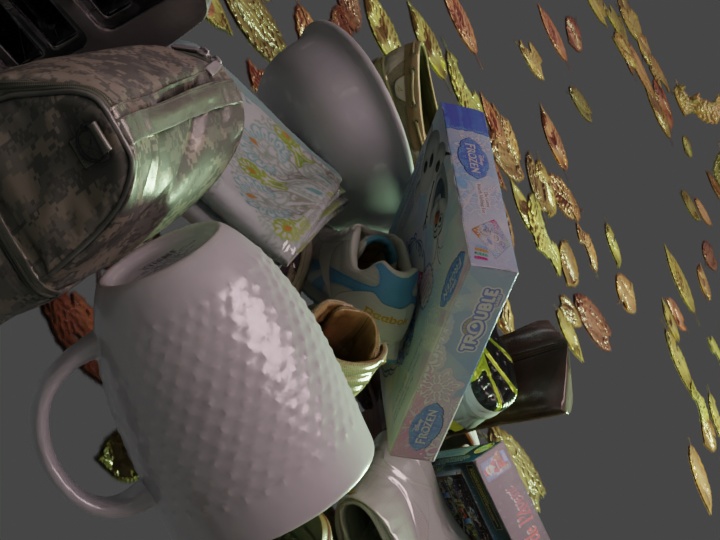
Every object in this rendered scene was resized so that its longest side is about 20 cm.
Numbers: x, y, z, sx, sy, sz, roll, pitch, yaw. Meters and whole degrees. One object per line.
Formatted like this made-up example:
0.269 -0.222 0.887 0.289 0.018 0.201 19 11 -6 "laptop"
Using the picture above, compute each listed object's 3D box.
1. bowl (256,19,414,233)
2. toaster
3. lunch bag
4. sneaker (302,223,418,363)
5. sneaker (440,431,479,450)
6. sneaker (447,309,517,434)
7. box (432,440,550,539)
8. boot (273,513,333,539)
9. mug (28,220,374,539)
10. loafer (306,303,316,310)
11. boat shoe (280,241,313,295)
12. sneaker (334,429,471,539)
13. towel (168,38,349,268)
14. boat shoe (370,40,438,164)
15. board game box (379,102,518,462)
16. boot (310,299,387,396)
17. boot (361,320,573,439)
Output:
-0.039 -0.105 1.514 0.202 0.090 0.202 54 -22 33 "bowl"
-0.201 -0.226 1.213 0.200 0.180 0.119 50 30 -31 "toaster"
-0.176 -0.071 1.127 0.140 0.167 0.200 64 22 -5 "lunch bag"
0.000 0.000 1.408 0.076 0.081 0.200 14 17 -24 "sneaker"
0.094 0.207 1.580 0.201 0.072 0.085 62 11 19 "sneaker"
0.076 0.047 1.486 0.075 0.076 0.201 32 37 -30 "sneaker"
0.114 0.249 1.508 0.038 0.136 0.201 -28 96 -32 "box"
-0.029 0.246 1.196 0.066 0.176 0.199 34 6 34 "boot"
-0.113 0.078 1.115 0.177 0.199 0.148 66 -11 -16 "mug"
-0.031 0.060 1.453 0.069 0.075 0.200 66 13 4 "loafer"
-0.085 0.000 1.389 0.065 0.071 0.201 51 32 -40 "boat shoe"
0.040 0.246 1.447 0.201 0.073 0.116 62 36 -16 "sneaker"
-0.108 -0.091 1.370 0.200 0.048 0.171 40 26 -1 "towel"
0.072 -0.144 1.878 0.073 0.063 0.202 5 64 -64 "boat shoe"
0.060 0.008 1.384 0.043 0.201 0.200 11 39 -13 "board game box"
-0.031 0.093 1.301 0.073 0.156 0.200 42 19 18 "boot"
0.093 0.070 1.542 0.064 0.199 0.188 42 33 -48 "boot"
